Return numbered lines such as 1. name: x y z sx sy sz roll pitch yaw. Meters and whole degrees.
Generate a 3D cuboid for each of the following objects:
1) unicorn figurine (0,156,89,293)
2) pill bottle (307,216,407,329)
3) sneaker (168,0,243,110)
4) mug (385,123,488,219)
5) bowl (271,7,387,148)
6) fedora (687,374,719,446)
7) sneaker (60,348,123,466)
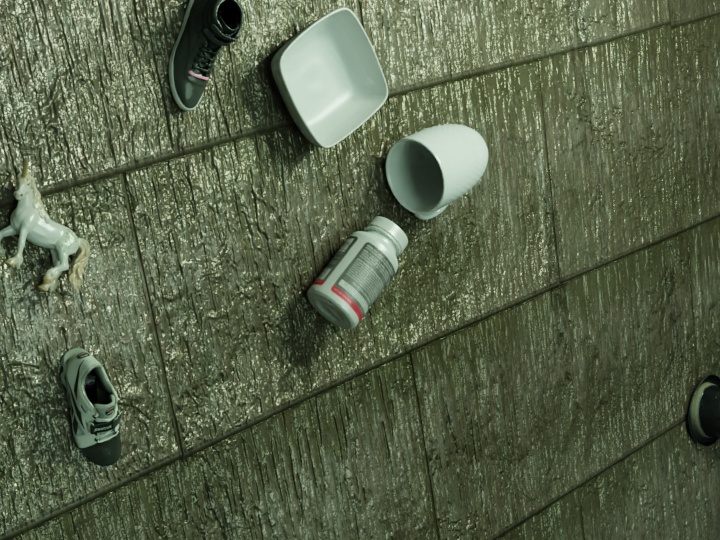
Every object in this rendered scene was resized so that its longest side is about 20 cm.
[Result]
1. unicorn figurine: -0.483 -0.058 1.587 0.200 0.073 0.139 47 58 -49
2. pill bottle: 0.000 0.000 1.958 0.201 0.110 0.111 -52 125 -20
3. sneaker: -0.247 -0.356 1.709 0.070 0.099 0.202 13 89 -41
4. mug: 0.153 -0.185 2.050 0.175 0.147 0.201 -28 144 -41
5. bowl: -0.064 -0.340 1.878 0.200 0.074 0.201 -43 122 -27
6. fedora: 0.946 0.376 2.800 0.199 0.091 0.203 -7 101 -38
7. sneaker: -0.413 0.226 1.670 0.074 0.088 0.202 -28 115 -34
